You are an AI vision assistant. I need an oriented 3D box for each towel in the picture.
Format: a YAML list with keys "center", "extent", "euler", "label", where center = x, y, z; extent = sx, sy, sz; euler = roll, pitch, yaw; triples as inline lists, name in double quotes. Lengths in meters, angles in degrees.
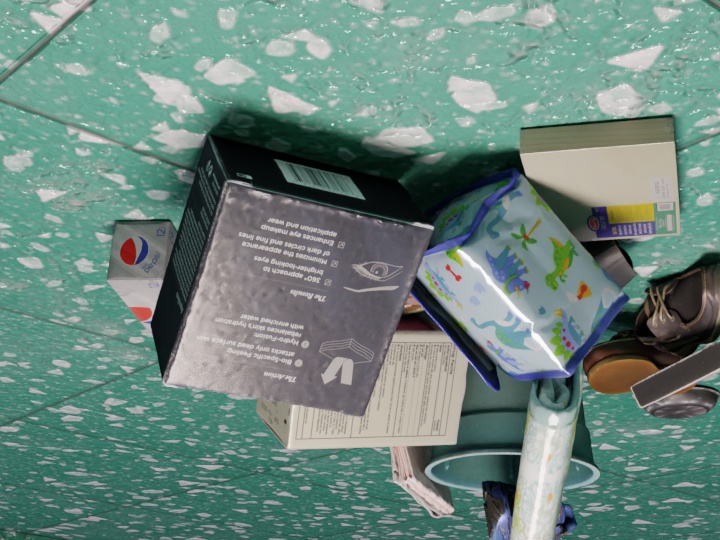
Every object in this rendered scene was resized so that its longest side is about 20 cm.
- center: [0.054, 0.189, 1.525]
  extent: [0.032, 0.193, 0.200]
  euler: [-20, 153, 10]
  label: "towel"
- center: [0.185, 0.169, 1.229]
  extent: [0.048, 0.173, 0.200]
  euler: [8, -160, 12]
  label: "towel"

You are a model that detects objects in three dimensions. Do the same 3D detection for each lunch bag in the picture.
- center: [0.120, 0.015, 1.193]
  extent: [0.170, 0.127, 0.200]
  euler: [49, 159, -11]
  label: "lunch bag"

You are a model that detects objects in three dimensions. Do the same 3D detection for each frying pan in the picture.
- center: [0.431, 0.176, 1.766]
  extent: [0.114, 0.031, 0.189]
  euler: [-14, 156, 32]
  label: "frying pan"

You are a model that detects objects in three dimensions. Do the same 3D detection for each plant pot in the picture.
- center: [0.174, 0.139, 1.466]
  extent: [0.197, 0.199, 0.201]
  euler: [2, 159, 1]
  label: "plant pot"

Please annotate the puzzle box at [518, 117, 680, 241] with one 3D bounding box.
- center: [0.222, -0.077, 1.153]
  extent: [0.131, 0.026, 0.200]
  euler: [-4, 158, 14]
  label: "puzzle box"

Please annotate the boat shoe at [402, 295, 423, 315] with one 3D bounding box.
- center: [0.000, 0.000, 1.307]
  extent: [0.197, 0.077, 0.074]
  euler: [0, 155, 4]
  label: "boat shoe"

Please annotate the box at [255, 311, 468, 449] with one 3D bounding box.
- center: [0.002, 0.109, 1.339]
  extent: [0.198, 0.130, 0.109]
  euler: [2, -167, -24]
  label: "box"

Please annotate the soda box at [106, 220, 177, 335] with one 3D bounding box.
- center: [-0.215, 0.017, 1.379]
  extent: [0.063, 0.069, 0.200]
  euler: [0, 159, 7]
  label: "soda box"

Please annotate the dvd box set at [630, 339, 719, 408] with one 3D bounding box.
- center: [0.411, 0.089, 1.397]
  extent: [0.199, 0.030, 0.146]
  euler: [-17, 166, -38]
  label: "dvd box set"

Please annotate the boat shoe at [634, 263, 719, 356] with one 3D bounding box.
- center: [0.348, 0.048, 1.388]
  extent: [0.072, 0.075, 0.200]
  euler: [3, 157, -1]
  label: "boat shoe"

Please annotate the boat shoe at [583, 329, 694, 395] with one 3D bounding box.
- center: [0.325, 0.106, 1.505]
  extent: [0.199, 0.071, 0.070]
  euler: [12, 137, -44]
  label: "boat shoe"

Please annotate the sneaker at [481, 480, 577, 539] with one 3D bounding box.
- center: [0.195, 0.278, 1.469]
  extent: [0.078, 0.076, 0.200]
  euler: [-17, 161, 21]
  label: "sneaker"

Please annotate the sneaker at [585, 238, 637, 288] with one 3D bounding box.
- center: [0.242, 0.021, 1.337]
  extent: [0.106, 0.075, 0.200]
  euler: [-32, 169, 8]
  label: "sneaker"

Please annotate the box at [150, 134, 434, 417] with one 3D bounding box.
- center: [-0.067, 0.007, 1.140]
  extent: [0.195, 0.202, 0.118]
  euler: [12, -159, -22]
  label: "box"
